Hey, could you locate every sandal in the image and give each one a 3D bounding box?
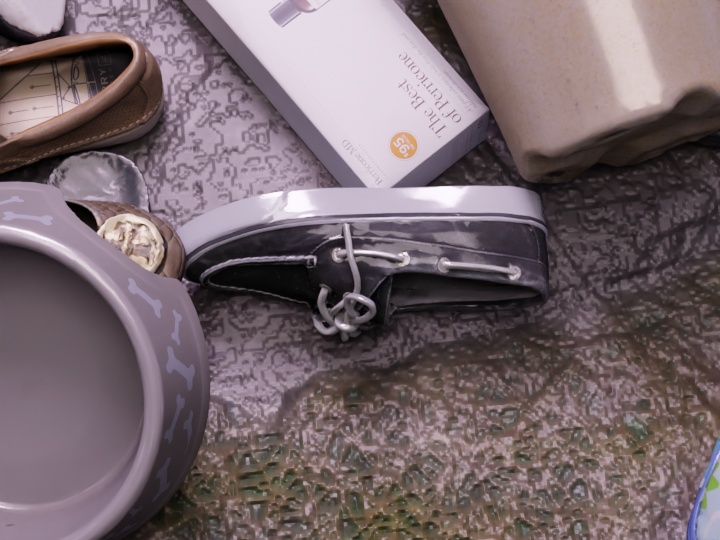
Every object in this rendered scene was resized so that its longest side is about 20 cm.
[{"bbox_3d":[-0.139,0.031,1.215,0.075,0.048,0.202,-8,74,-2],"label":"sandal"}]

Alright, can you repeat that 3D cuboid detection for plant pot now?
[{"bbox_3d":[0.119,-0.152,1.203,0.199,0.200,0.185,-17,83,-5],"label":"plant pot"}]

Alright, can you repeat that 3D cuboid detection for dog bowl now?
[{"bbox_3d":[-0.178,0.058,1.157,0.199,0.059,0.201,1,100,8],"label":"dog bowl"}]

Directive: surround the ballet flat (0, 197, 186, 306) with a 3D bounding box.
[{"bbox_3d":[-0.189,-0.015,1.196,0.199,0.046,0.068,8,66,10],"label":"ballet flat"}]

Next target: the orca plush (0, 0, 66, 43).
[{"bbox_3d":[-0.228,-0.215,1.264,0.201,0.071,0.105,60,42,-21],"label":"orca plush"}]

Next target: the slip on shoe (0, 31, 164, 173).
[{"bbox_3d":[-0.204,-0.083,1.242,0.199,0.061,0.077,-11,74,-3],"label":"slip on shoe"}]

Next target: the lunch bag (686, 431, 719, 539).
[{"bbox_3d":[0.266,0.086,1.157,0.160,0.082,0.201,17,74,30],"label":"lunch bag"}]

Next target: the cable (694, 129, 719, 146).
[{"bbox_3d":[0.273,-0.103,1.252,0.199,0.050,0.098,9,75,2],"label":"cable"}]

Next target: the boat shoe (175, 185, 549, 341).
[{"bbox_3d":[0.000,0.001,1.211,0.198,0.074,0.068,-2,66,-5],"label":"boat shoe"}]

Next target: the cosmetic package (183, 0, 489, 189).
[{"bbox_3d":[-0.024,-0.129,1.261,0.082,0.051,0.200,-39,78,-9],"label":"cosmetic package"}]
